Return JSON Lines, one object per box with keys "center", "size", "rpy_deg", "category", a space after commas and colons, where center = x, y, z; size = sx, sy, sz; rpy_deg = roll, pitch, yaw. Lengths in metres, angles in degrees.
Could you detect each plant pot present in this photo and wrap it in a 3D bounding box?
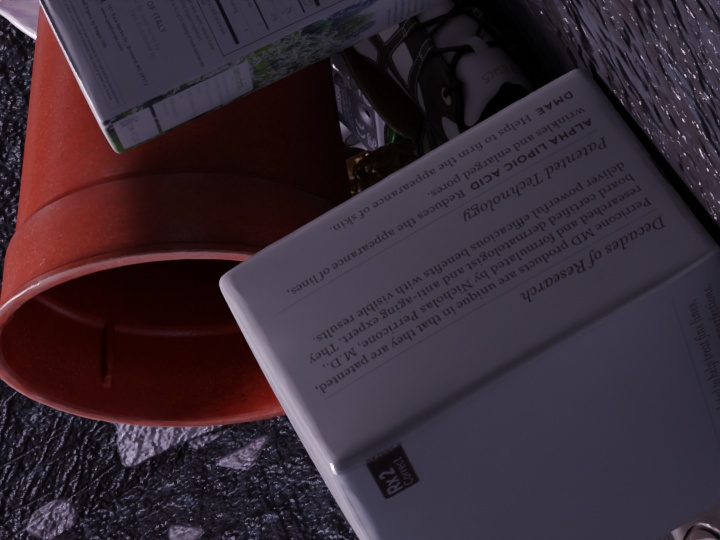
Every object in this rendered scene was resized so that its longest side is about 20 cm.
{"center": [-0.089, -0.050, 1.366], "size": [0.201, 0.200, 0.196], "rpy_deg": [65, -162, -62], "category": "plant pot"}

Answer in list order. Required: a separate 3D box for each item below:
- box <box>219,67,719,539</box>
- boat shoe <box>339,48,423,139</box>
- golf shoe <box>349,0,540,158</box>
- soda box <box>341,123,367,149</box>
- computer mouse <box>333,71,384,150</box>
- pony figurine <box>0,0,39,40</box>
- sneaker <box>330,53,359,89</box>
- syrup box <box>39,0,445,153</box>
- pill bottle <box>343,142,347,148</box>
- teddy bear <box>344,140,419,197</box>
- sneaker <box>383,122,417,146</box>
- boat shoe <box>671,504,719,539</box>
{"center": [0.069, 0.049, 1.262], "size": [0.131, 0.200, 0.199], "rpy_deg": [58, 176, 36], "category": "box"}
{"center": [0.002, -0.163, 1.446], "size": [0.065, 0.071, 0.200], "rpy_deg": [156, 93, -78], "category": "boat shoe"}
{"center": [0.047, -0.115, 1.368], "size": [0.200, 0.078, 0.094], "rpy_deg": [58, 158, -11], "category": "golf shoe"}
{"center": [-0.027, -0.049, 1.764], "size": [0.064, 0.200, 0.068], "rpy_deg": [62, 175, -39], "category": "soda box"}
{"center": [0.012, -0.124, 1.689], "size": [0.200, 0.053, 0.139], "rpy_deg": [48, 158, 28], "category": "computer mouse"}
{"center": [-0.114, -0.152, 1.686], "size": [0.193, 0.166, 0.200], "rpy_deg": [41, 163, 31], "category": "pony figurine"}
{"center": [-0.026, -0.182, 1.519], "size": [0.200, 0.090, 0.066], "rpy_deg": [58, 175, 21], "category": "sneaker"}
{"center": [-0.042, -0.135, 1.241], "size": [0.082, 0.200, 0.079], "rpy_deg": [63, 177, 7], "category": "syrup box"}
{"center": [-0.082, -0.085, 1.542], "size": [0.200, 0.111, 0.111], "rpy_deg": [58, 177, -21], "category": "pill bottle"}
{"center": [0.000, 0.000, 1.496], "size": [0.200, 0.145, 0.067], "rpy_deg": [83, 161, -55], "category": "teddy bear"}
{"center": [0.037, -0.037, 1.595], "size": [0.085, 0.078, 0.200], "rpy_deg": [36, 139, 48], "category": "sneaker"}
{"center": [0.198, 0.140, 1.379], "size": [0.073, 0.074, 0.200], "rpy_deg": [46, -166, -46], "category": "boat shoe"}
